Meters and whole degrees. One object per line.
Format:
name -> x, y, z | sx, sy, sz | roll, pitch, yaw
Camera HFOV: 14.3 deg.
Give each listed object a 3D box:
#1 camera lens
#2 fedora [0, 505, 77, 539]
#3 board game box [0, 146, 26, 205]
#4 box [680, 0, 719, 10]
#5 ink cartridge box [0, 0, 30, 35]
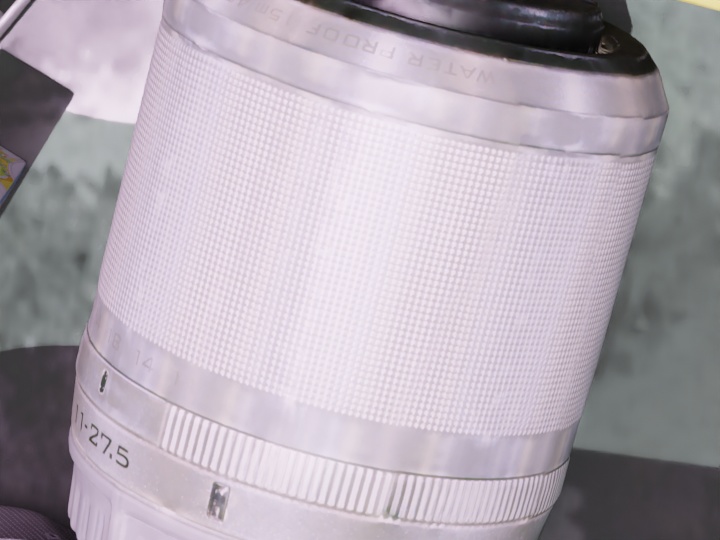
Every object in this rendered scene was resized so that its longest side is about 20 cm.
camera lens -> 0.000, 0.000, 0.902 | 0.159, 0.160, 0.201 | 14, 104, -2
fedora -> -0.122, 0.142, 0.962 | 0.199, 0.090, 0.177 | 4, 122, -17
board game box -> -0.181, 0.052, 0.932 | 0.034, 0.134, 0.200 | 32, 102, -6
box -> 0.070, -0.132, 0.925 | 0.199, 0.050, 0.076 | 15, 102, -2
ink cartridge box -> -0.180, -0.051, 0.918 | 0.068, 0.115, 0.200 | 41, 100, -8
